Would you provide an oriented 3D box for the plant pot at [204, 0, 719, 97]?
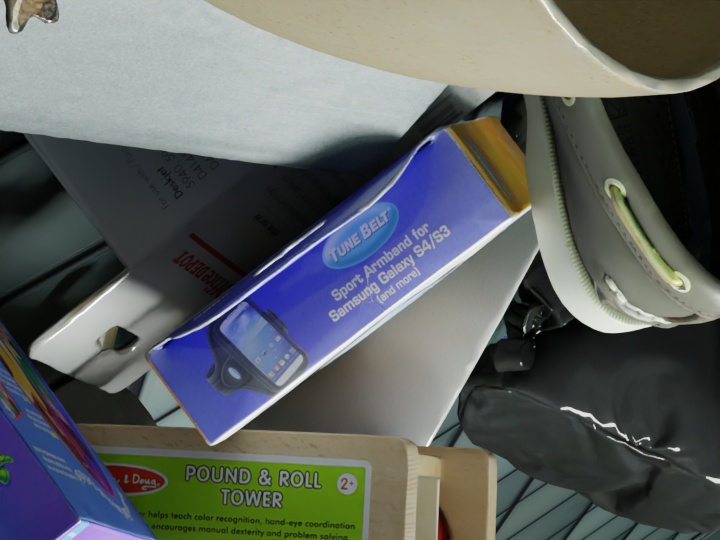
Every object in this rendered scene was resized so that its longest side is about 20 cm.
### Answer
[{"bbox_3d":[-0.004,-0.129,0.558,0.134,0.202,0.200,-5,-178,30],"label":"plant pot"}]

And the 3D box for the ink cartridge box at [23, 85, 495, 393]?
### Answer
[{"bbox_3d":[-0.037,-0.051,0.892,0.200,0.067,0.116,-39,167,2],"label":"ink cartridge box"}]

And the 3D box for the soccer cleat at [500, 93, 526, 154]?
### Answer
[{"bbox_3d":[0.102,-0.105,1.107,0.200,0.064,0.084,110,5,-57],"label":"soccer cleat"}]

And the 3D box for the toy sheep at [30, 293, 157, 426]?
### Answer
[{"bbox_3d":[-0.129,0.104,1.035,0.138,0.138,0.201,-9,125,-61],"label":"toy sheep"}]

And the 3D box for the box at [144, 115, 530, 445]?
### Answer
[{"bbox_3d":[0.000,0.000,0.880,0.119,0.042,0.200,-37,-179,9],"label":"box"}]

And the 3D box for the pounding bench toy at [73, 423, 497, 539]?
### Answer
[{"bbox_3d":[-0.063,0.119,0.941,0.199,0.125,0.156,1,175,14],"label":"pounding bench toy"}]

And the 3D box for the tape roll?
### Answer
[{"bbox_3d":[0.007,0.033,1.092,0.203,0.071,0.202,-61,179,-2],"label":"tape roll"}]

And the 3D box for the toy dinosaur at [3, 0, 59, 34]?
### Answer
[{"bbox_3d":[-0.131,-0.083,0.542,0.086,0.135,0.201,-31,135,-31],"label":"toy dinosaur"}]

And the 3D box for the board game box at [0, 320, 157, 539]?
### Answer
[{"bbox_3d":[-0.123,0.036,0.772,0.045,0.135,0.200,-37,173,-3],"label":"board game box"}]

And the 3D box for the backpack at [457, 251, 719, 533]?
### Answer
[{"bbox_3d":[0.128,0.007,1.252,0.126,0.166,0.201,-32,-145,54],"label":"backpack"}]

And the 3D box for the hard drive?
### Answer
[{"bbox_3d":[-0.044,-0.087,0.710,0.199,0.033,0.140,6,140,-39],"label":"hard drive"}]

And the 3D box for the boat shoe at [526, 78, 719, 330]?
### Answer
[{"bbox_3d":[0.075,-0.082,0.798,0.072,0.203,0.060,-20,-171,-34],"label":"boat shoe"}]
